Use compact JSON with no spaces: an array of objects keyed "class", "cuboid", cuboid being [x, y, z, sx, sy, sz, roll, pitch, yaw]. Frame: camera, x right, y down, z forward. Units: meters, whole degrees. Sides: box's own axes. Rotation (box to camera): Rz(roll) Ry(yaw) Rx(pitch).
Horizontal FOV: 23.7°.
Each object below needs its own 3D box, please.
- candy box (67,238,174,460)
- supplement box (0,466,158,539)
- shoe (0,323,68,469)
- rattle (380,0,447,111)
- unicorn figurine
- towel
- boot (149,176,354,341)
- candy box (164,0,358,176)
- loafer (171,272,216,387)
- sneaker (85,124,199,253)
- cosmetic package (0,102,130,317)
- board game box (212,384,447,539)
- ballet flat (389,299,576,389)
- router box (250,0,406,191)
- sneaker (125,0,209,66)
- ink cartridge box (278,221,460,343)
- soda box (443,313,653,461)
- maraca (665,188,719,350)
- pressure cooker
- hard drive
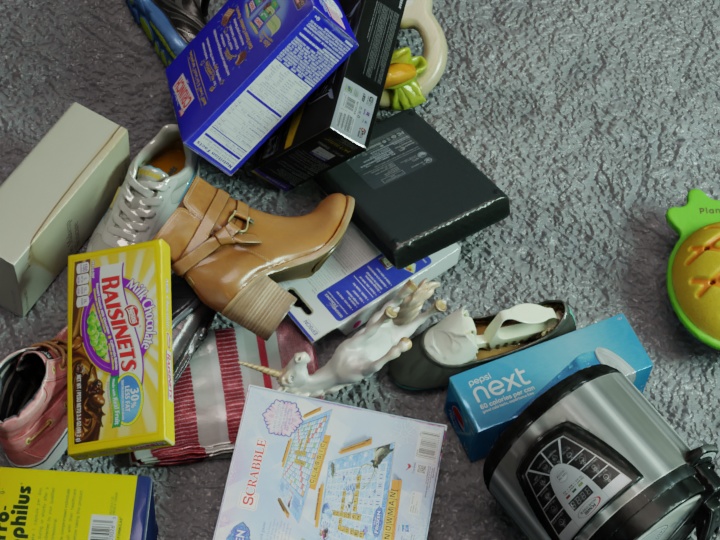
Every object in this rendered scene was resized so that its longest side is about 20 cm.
[{"class":"candy box","cuboid":[-0.227,0.073,1.618,0.101,0.026,0.202,-9,67,11]},{"class":"supplement box","cuboid":[-0.289,0.252,1.553,0.198,0.109,0.110,4,57,-2]},{"class":"shoe","cuboid":[-0.291,0.094,1.661,0.071,0.091,0.201,14,57,21]},{"class":"rattle","cuboid":[0.030,-0.287,1.887,0.129,0.143,0.202,8,83,27]},{"class":"unicorn figurine","cuboid":[0.002,0.074,1.682,0.199,0.137,0.074,-12,69,-51]},{"class":"towel","cuboid":[-0.137,0.119,1.705,0.198,0.023,0.145,-7,57,-8]},{"class":"boot","cuboid":[-0.107,-0.042,1.716,0.155,0.077,0.201,37,62,-2]},{"class":"candy box","cuboid":[-0.109,-0.223,1.803,0.200,0.077,0.170,-43,34,16]},{"class":"loafer","cuboid":[-0.192,0.074,1.698,0.071,0.063,0.201,-1,42,36]},{"class":"sneaker","cuboid":[-0.230,-0.065,1.783,0.076,0.081,0.201,20,59,7]},{"class":"cosmetic package","cuboid":[-0.321,-0.064,1.762,0.073,0.104,0.201,27,60,12]},{"class":"board game box","cuboid":[-0.032,0.224,1.616,0.197,0.041,0.202,12,64,2]},{"class":"ballet flat","cuboid":[0.123,0.064,1.731,0.198,0.069,0.068,-14,53,-13]},{"class":"router box","cuboid":[-0.033,-0.199,1.818,0.052,0.157,0.202,28,62,-26]},{"class":"sneaker","cuboid":[-0.217,-0.311,1.957,0.082,0.071,0.201,-21,66,-23]},{"class":"ink cartridge box","cuboid":[0.000,0.000,1.784,0.199,0.037,0.095,-31,64,-24]},{"class":"soda box","cuboid":[0.187,0.116,1.705,0.198,0.064,0.068,-19,60,-15]},{"class":"maraca","cuboid":[0.381,-0.002,1.770,0.135,0.107,0.202,-1,56,-4]},{"class":"pressure cooker","cuboid":[0.234,0.208,1.582,0.178,0.177,0.200,-28,64,-24]},{"class":"hard drive","cuboid":[0.047,-0.090,1.805,0.139,0.033,0.200,-25,41,-16]}]
